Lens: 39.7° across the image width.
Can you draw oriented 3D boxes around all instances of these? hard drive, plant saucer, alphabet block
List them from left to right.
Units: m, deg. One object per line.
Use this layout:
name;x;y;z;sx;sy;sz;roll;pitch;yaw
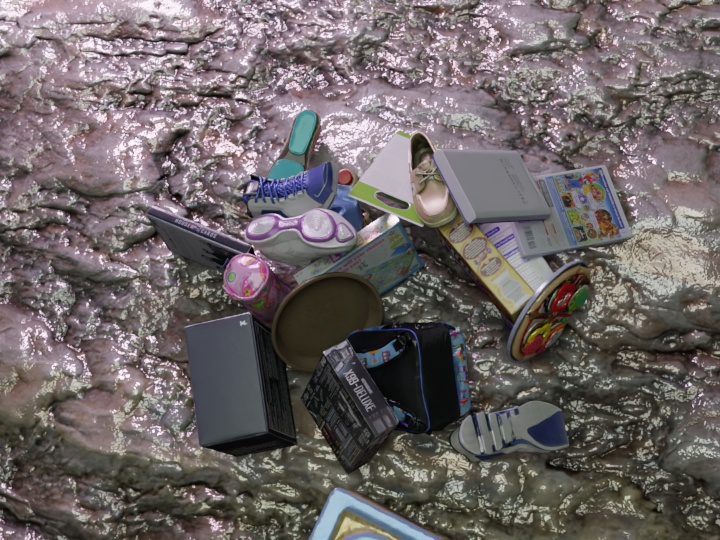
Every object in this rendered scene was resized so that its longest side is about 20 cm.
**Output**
plant saucer;-0.058;0.084;1.687;0.200;0.200;0.029;-33;39;-1
alphabet block;0.017;0.468;1.551;0.195;0.200;0.197;25;81;14
hard drive;0.216;-0.138;1.628;0.025;0.200;0.132;-42;64;40

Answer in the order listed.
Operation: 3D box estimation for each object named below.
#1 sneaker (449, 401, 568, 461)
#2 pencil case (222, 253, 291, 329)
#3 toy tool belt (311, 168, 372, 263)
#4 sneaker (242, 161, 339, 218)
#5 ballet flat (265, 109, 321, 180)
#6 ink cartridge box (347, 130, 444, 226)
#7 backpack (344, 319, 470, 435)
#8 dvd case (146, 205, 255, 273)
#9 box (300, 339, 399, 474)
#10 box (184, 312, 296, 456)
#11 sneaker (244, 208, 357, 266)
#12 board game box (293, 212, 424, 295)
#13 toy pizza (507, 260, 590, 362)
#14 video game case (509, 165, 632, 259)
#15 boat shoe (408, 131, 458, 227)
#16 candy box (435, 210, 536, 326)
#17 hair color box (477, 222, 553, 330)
sneaker;0.228;0.264;1.629;0.199;0.115;0.081;-1;75;-22
pencil case;-0.169;0.039;1.696;0.087;0.200;0.088;-4;71;12
toy tool belt;-0.043;-0.100;1.753;0.124;0.123;0.201;7;76;11
sneaker;-0.131;-0.123;1.678;0.199;0.115;0.081;-31;46;45
ballet flat;-0.119;-0.195;1.821;0.068;0.067;0.200;24;81;8
ink cartridge box;0.081;-0.137;1.719;0.148;0.076;0.200;24;49;15
backpack;0.065;0.173;1.648;0.200;0.134;0.183;-5;94;49
dvd case;-0.269;-0.039;1.760;0.200;0.150;0.025;23;70;14
box;-0.022;0.226;1.623;0.050;0.200;0.158;-25;70;-26
box;-0.198;0.194;1.661;0.123;0.198;0.201;-12;73;6
sneaker;-0.089;-0.050;1.656;0.199;0.100;0.075;3;58;27
board game box;0.000;0.000;1.713;0.200;0.135;0.034;-33;49;-1
toy pizza;0.310;0.072;1.608;0.032;0.200;0.200;38;84;27
video game case;0.349;-0.101;1.707;0.199;0.018;0.144;-10;67;-12
boat shoe;0.110;-0.149;1.621;0.072;0.065;0.200;-19;42;12
candy box;0.204;-0.007;1.626;0.056;0.117;0.200;-40;73;-1
hair color box;0.254;-0.006;1.711;0.109;0.065;0.200;-31;74;1
